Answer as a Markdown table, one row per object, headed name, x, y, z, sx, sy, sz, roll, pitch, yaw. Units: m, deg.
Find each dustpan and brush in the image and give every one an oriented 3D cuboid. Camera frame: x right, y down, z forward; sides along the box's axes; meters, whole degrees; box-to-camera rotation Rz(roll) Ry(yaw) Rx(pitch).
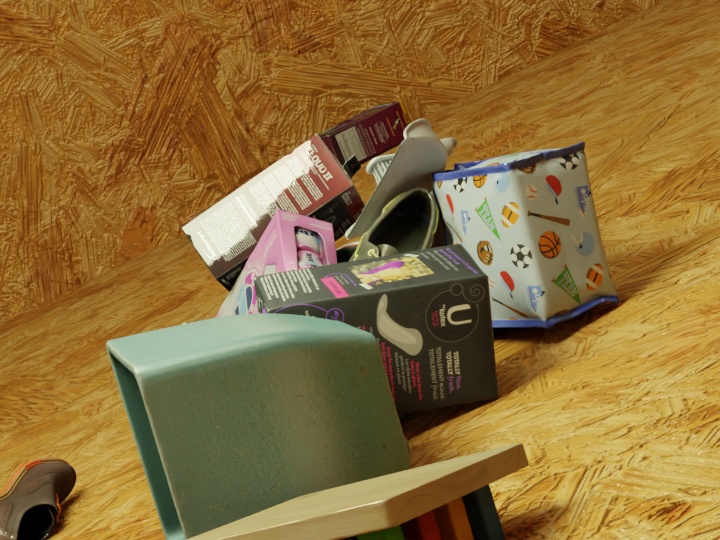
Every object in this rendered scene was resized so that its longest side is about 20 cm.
| name | x | y | z | sx | sy | sz | roll | pitch | yaw |
| --- | --- | --- | --- | --- | --- | --- | --- | --- | --- |
| dustpan and brush | 0.058 | -0.111 | 1.823 | 0.200 | 0.057 | 0.140 | -13 | -39 | -50 |

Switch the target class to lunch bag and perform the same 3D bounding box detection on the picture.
| name | x | y | z | sx | sy | sz | roll | pitch | yaw |
| --- | --- | --- | --- | --- | --- | --- | --- | --- | --- |
| lunch bag | 0.151 | -0.032 | 1.722 | 0.124 | 0.170 | 0.200 | -14 | 3 | -30 |

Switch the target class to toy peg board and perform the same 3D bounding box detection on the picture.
| name | x | y | z | sx | sy | sz | roll | pitch | yaw |
| --- | --- | --- | --- | --- | --- | --- | --- | --- | --- |
| toy peg board | -0.003 | 0.201 | 1.178 | 0.200 | 0.098 | 0.199 | -17 | -4 | 31 |

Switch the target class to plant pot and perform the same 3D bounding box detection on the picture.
| name | x | y | z | sx | sy | sz | roll | pitch | yaw |
| --- | --- | --- | --- | --- | --- | --- | --- | --- | --- |
| plant pot | -0.076 | 0.128 | 1.406 | 0.200 | 0.196 | 0.196 | -19 | 8 | -13 |

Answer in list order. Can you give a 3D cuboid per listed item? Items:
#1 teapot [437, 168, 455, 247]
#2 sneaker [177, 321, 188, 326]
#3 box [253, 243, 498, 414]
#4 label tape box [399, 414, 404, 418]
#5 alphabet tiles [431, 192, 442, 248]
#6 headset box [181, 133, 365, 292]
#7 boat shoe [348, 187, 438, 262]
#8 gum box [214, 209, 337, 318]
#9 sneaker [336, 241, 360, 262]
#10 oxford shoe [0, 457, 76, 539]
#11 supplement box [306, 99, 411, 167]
| name | x | y | z | sx | sy | sz | roll | pitch | yaw |
| --- | --- | --- | --- | --- | --- | --- | --- | --- | --- |
| teapot | 0.128 | -0.045 | 1.941 | 0.200 | 0.146 | 0.197 | -16 | 13 | 33 |
| sneaker | -0.197 | 0.109 | 1.765 | 0.090 | 0.067 | 0.200 | -28 | 14 | -5 |
| box | 0.013 | 0.059 | 1.557 | 0.200 | 0.122 | 0.106 | -8 | 18 | -7 |
| label tape box | -0.052 | 0.134 | 1.654 | 0.143 | 0.066 | 0.200 | -31 | 10 | -34 |
| alphabet tiles | 0.047 | -0.035 | 1.930 | 0.008 | 0.167 | 0.200 | 17 | 4 | -19 |
| headset box | -0.081 | -0.059 | 1.897 | 0.200 | 0.077 | 0.149 | -36 | -14 | 0 |
| boat shoe | 0.024 | -0.006 | 1.710 | 0.060 | 0.072 | 0.202 | 104 | -168 | -45 |
| gum box | -0.088 | 0.042 | 1.799 | 0.200 | 0.066 | 0.114 | -58 | 28 | 37 |
| sneaker | -0.001 | -0.001 | 1.879 | 0.201 | 0.067 | 0.108 | -23 | 6 | 41 |
| oxford shoe | -0.334 | 0.248 | 1.769 | 0.072 | 0.071 | 0.200 | 10 | 18 | 17 |
| supplement box | 0.000 | -0.280 | 3.635 | 0.200 | 0.086 | 0.110 | -29 | 11 | -26 |
